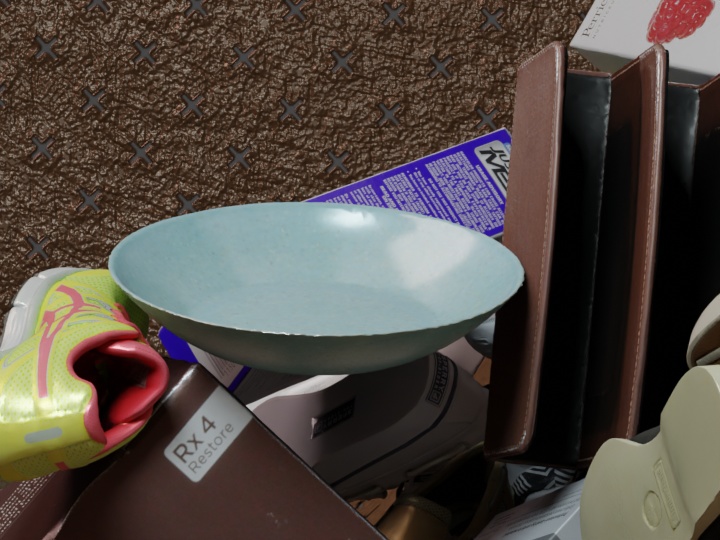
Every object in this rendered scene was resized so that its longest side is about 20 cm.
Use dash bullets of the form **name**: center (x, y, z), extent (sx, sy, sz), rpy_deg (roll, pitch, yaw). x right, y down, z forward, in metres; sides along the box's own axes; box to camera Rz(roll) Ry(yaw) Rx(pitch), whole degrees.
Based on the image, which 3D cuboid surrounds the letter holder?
- **letter holder**: center (0.130, -0.007, 1.423), extent (0.142, 0.100, 0.201), rpy_deg (147, 129, -78)

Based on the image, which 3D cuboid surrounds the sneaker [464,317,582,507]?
- **sneaker**: center (0.100, 0.063, 1.659), extent (0.075, 0.115, 0.200), rpy_deg (-45, 4, -38)

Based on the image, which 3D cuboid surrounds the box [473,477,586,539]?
- **box**: center (0.044, 0.186, 1.439), extent (0.200, 0.041, 0.156), rpy_deg (-45, 4, -23)

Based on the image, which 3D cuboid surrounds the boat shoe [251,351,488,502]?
- **boat shoe**: center (-0.004, 0.096, 1.623), extent (0.200, 0.066, 0.072), rpy_deg (-32, 40, 41)

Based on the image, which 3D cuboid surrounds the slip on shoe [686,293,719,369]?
- **slip on shoe**: center (0.232, -0.003, 1.304), extent (0.200, 0.076, 0.061), rpy_deg (-37, 16, 33)

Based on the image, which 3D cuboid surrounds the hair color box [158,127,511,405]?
- **hair color box**: center (0.000, 0.000, 1.595), extent (0.199, 0.065, 0.109), rpy_deg (-19, -21, -37)

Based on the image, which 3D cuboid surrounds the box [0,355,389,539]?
- **box**: center (-0.097, 0.154, 1.481), extent (0.166, 0.164, 0.200), rpy_deg (-48, 13, -9)

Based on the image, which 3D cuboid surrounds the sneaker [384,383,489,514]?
- **sneaker**: center (0.054, 0.115, 1.790), extent (0.200, 0.088, 0.076), rpy_deg (-43, 5, 17)

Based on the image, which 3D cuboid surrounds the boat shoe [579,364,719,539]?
- **boat shoe**: center (0.147, 0.093, 1.278), extent (0.063, 0.074, 0.201), rpy_deg (-6, -22, -20)

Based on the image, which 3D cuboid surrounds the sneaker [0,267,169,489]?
- **sneaker**: center (-0.125, 0.050, 1.384), extent (0.090, 0.079, 0.200), rpy_deg (-10, 18, 17)

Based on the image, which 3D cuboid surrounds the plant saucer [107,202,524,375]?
- **plant saucer**: center (-0.022, 0.014, 1.427), extent (0.200, 0.039, 0.201), rpy_deg (2, 18, 0)

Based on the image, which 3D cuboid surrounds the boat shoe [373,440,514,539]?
- **boat shoe**: center (0.025, 0.152, 1.582), extent (0.200, 0.071, 0.077), rpy_deg (-48, -29, -54)

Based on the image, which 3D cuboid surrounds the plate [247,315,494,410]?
- **plate**: center (-0.015, 0.070, 1.770), extent (0.199, 0.032, 0.200), rpy_deg (-23, 10, 18)

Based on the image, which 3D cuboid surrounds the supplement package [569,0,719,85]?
- **supplement package**: center (0.235, -0.133, 1.649), extent (0.200, 0.120, 0.122), rpy_deg (18, 76, 58)
